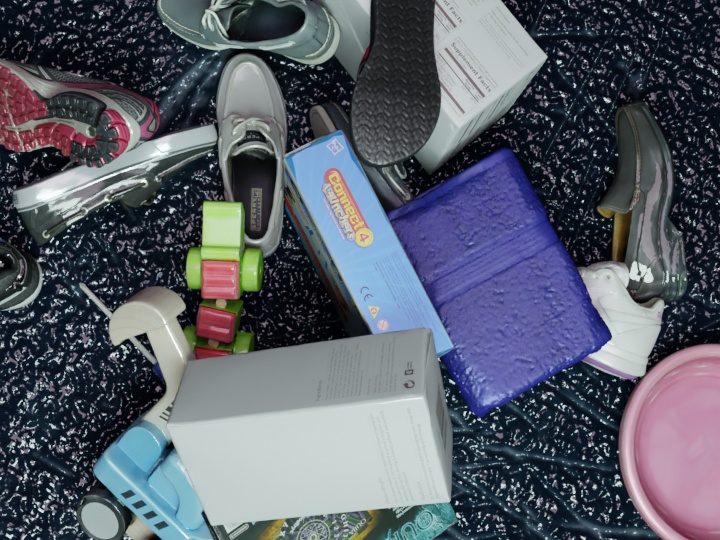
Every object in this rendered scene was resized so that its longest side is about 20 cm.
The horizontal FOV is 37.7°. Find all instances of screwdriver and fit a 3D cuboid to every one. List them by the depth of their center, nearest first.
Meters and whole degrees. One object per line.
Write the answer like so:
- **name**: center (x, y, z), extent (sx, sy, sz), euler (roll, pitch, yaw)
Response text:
- **screwdriver**: center (-0.195, 0.073, 0.951), extent (0.028, 0.029, 0.200), euler (-44, 73, -9)

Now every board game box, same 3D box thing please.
- **board game box**: center (-0.021, 0.209, 0.894), extent (0.198, 0.028, 0.137), euler (-30, 105, -23)
- **board game box**: center (0.000, 0.000, 0.927), extent (0.055, 0.196, 0.202), euler (-26, 85, -7)

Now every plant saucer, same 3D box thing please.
- **plant saucer**: center (0.339, 0.174, 1.014), extent (0.197, 0.051, 0.204), euler (1, 78, -7)

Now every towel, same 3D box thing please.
- **towel**: center (0.117, 0.010, 0.942), extent (0.146, 0.050, 0.202), euler (-27, 79, -3)

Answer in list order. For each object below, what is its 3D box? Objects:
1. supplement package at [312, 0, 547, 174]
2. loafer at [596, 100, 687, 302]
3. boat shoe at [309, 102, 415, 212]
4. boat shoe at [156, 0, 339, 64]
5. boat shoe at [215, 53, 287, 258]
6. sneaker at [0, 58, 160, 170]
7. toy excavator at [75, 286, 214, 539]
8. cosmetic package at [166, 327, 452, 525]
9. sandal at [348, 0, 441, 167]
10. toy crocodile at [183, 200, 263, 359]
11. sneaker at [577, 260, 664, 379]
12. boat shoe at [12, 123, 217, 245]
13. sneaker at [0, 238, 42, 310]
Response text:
- **supplement package**: center (0.057, -0.219, 0.997), extent (0.110, 0.156, 0.201), euler (-37, 86, -11)
- **loafer**: center (0.269, -0.068, 1.042), extent (0.071, 0.073, 0.204), euler (-6, 79, -4)
- **boat shoe**: center (0.023, -0.080, 1.009), extent (0.061, 0.075, 0.201), euler (-33, 86, -10)
- **boat shoe**: center (-0.116, -0.244, 0.997), extent (0.197, 0.062, 0.074), euler (18, 92, 21)
- **boat shoe**: center (-0.104, -0.115, 1.003), extent (0.071, 0.066, 0.204), euler (2, 79, -7)
- **sneaker**: center (-0.274, -0.146, 0.969), extent (0.198, 0.082, 0.074), euler (22, 32, 24)
- **toy excavator**: center (-0.158, 0.137, 0.878), extent (0.194, 0.100, 0.200), euler (43, 117, 0)
- **cosmetic package**: center (-0.034, 0.121, 0.802), extent (0.196, 0.114, 0.082), euler (-6, 35, 12)
- **sandal**: center (0.031, -0.171, 0.891), extent (0.074, 0.045, 0.203), euler (11, 66, -9)
- **toy crocodile**: center (-0.127, 0.037, 0.953), extent (0.066, 0.062, 0.204), euler (7, 105, 1)
- **sneaker**: center (0.196, 0.022, 1.004), extent (0.198, 0.075, 0.101), euler (26, 94, -8)
- **boat shoe**: center (-0.223, -0.083, 0.988), extent (0.197, 0.069, 0.057), euler (-22, 103, -10)
- **sneaker**: center (-0.385, 0.015, 0.919), extent (0.197, 0.112, 0.074), euler (-19, 81, -10)
